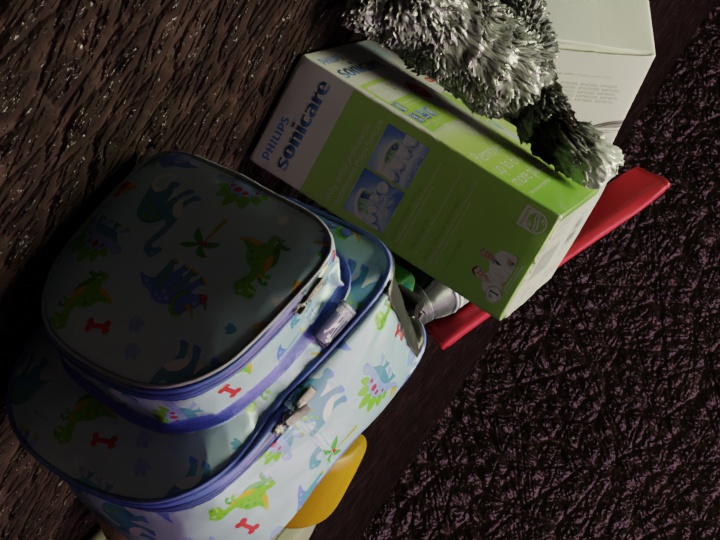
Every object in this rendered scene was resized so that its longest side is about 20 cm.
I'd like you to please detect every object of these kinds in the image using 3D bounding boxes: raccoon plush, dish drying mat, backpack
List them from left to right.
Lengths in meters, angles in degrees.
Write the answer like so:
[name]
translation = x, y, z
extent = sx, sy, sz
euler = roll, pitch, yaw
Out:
[backpack]
translation = -0.091, 0.044, 1.018
extent = 0.200, 0.183, 0.147
euler = -54, 146, -15
[raccoon plush]
translation = 0.083, -0.139, 1.189
extent = 0.097, 0.200, 0.134
euler = -58, 160, 14
[dish drying mat]
translation = 0.132, -0.010, 1.357
extent = 0.200, 0.018, 0.077
euler = -34, -167, -2

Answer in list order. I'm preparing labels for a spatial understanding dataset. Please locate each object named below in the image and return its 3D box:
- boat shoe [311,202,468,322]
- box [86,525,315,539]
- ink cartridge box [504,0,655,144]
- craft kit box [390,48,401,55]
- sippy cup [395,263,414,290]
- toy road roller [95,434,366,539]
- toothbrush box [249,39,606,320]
[boat shoe]
translation = 0.000, 0.000, 1.377
extent = 0.068, 0.200, 0.072
euler = -34, 123, -23
[box]
translation = -0.140, 0.237, 1.497
extent = 0.200, 0.128, 0.109
euler = -46, 165, -46
[ink cartridge box]
translation = 0.143, -0.153, 1.368
extent = 0.200, 0.083, 0.147
euler = 109, -16, -56
[craft kit box]
translation = 0.082, -0.196, 1.474
extent = 0.200, 0.049, 0.198
euler = -50, 165, -35
[sippy cup]
translation = -0.053, 0.025, 1.252
extent = 0.140, 0.130, 0.178
euler = -51, 168, -26
[toy road roller]
translation = -0.088, 0.142, 1.396
extent = 0.200, 0.146, 0.123
euler = -46, 165, -47
[toothbrush box]
translation = 0.048, -0.066, 1.255
extent = 0.086, 0.200, 0.146
euler = -62, 168, 19
